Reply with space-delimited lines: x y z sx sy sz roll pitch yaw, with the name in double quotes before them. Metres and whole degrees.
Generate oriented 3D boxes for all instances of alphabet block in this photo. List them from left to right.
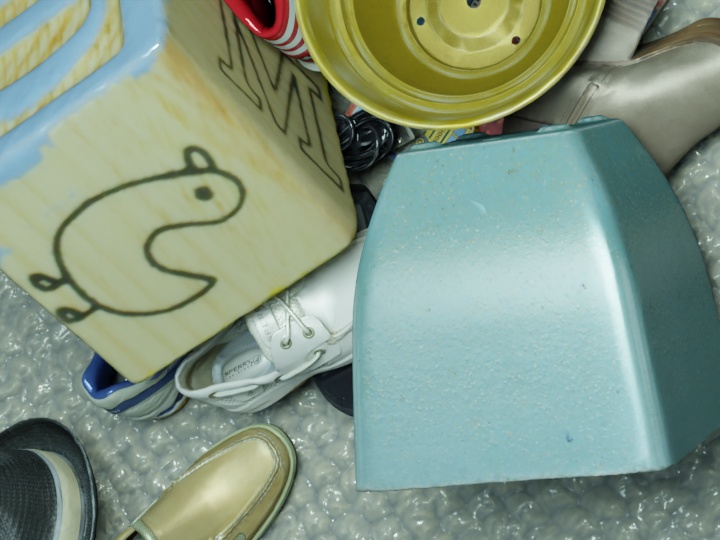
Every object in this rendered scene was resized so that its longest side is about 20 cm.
"alphabet block" -0.142 -0.087 1.375 0.195 0.200 0.197 -32 38 19

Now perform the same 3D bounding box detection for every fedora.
"fedora" -0.277 0.188 1.518 0.200 0.091 0.202 -19 62 40

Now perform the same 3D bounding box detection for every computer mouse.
"computer mouse" 0.000 0.000 1.457 0.138 0.053 0.201 -21 75 38

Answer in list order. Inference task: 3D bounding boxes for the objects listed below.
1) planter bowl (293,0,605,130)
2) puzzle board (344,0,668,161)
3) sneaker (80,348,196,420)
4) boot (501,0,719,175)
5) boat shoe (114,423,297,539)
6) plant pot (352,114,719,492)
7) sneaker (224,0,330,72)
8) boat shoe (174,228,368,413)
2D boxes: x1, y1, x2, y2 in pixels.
"planter bowl" 0.064 -0.179 1.349 0.199 0.083 0.201 -2 82 15
"puzzle board" 0.094 -0.143 1.447 0.151 0.017 0.200 38 101 21
"sneaker" -0.131 0.011 1.499 0.075 0.088 0.201 20 94 26
"boot" 0.192 -0.095 1.374 0.199 0.070 0.147 30 109 11
"boat shoe" -0.126 0.183 1.491 0.200 0.076 0.072 -47 70 14
"plant pot" 0.106 0.012 1.315 0.195 0.196 0.201 -6 94 24
"sneaker" -0.051 -0.235 1.383 0.078 0.115 0.201 -19 74 24
"boat shoe" -0.046 0.037 1.415 0.200 0.069 0.071 -40 64 33
